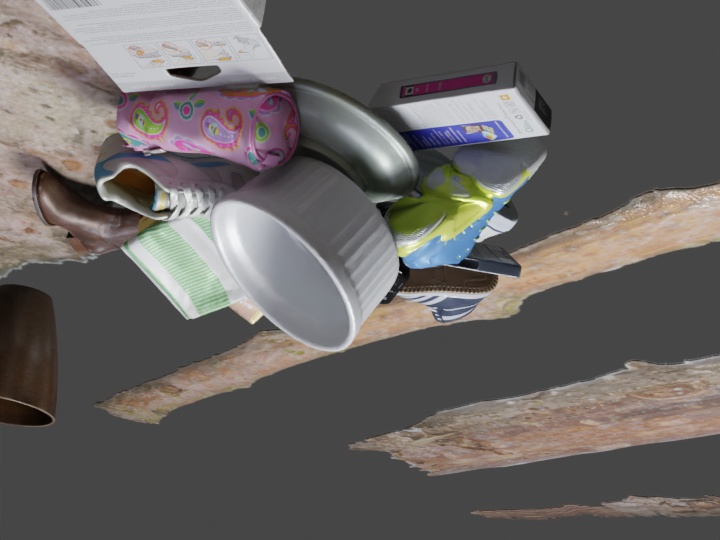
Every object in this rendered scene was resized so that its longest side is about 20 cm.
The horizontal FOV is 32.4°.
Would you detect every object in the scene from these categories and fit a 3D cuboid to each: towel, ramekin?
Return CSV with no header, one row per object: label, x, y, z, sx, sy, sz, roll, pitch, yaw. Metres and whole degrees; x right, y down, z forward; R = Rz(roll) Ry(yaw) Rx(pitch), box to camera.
towel,-0.168,-0.016,1.477,0.198,0.024,0.153,-18,130,26
ramekin,-0.054,-0.023,1.295,0.200,0.098,0.201,34,151,22

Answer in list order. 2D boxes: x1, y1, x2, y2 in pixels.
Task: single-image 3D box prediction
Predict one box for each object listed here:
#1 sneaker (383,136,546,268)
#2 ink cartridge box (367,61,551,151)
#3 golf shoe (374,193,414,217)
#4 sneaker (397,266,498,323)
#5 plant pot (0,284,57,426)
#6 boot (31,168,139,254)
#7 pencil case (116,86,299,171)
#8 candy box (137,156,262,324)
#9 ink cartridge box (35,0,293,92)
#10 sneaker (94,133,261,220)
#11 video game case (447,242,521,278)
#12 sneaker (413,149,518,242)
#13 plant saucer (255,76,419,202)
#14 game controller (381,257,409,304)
sneaker,0.112,-0.071,1.326,0.199,0.076,0.105,-30,149,-8
ink cartridge box,0.087,-0.162,1.268,0.198,0.037,0.095,-7,154,29
golf shoe,-0.013,-0.076,1.438,0.198,0.073,0.092,9,-168,-14
sneaker,0.079,0.020,1.686,0.198,0.071,0.109,7,157,-7
plant pot,-0.572,0.133,2.030,0.185,0.202,0.187,7,158,3
boot,-0.300,-0.079,1.594,0.198,0.065,0.187,-1,156,14
pencil case,-0.160,-0.152,1.266,0.198,0.088,0.087,10,163,31
candy box,-0.164,-0.034,1.532,0.115,0.056,0.200,-37,122,21
ink cartridge box,-0.180,-0.236,1.162,0.198,0.045,0.176,0,157,21
sneaker,-0.193,-0.085,1.354,0.198,0.081,0.077,12,124,-9
video game case,0.091,-0.027,1.541,0.198,0.019,0.143,9,-170,-5
sneaker,0.098,-0.076,1.409,0.071,0.074,0.199,-38,137,27
plant saucer,-0.035,-0.123,1.310,0.199,0.051,0.200,26,160,10
game controller,0.000,0.000,1.457,0.104,0.042,0.200,32,167,0
